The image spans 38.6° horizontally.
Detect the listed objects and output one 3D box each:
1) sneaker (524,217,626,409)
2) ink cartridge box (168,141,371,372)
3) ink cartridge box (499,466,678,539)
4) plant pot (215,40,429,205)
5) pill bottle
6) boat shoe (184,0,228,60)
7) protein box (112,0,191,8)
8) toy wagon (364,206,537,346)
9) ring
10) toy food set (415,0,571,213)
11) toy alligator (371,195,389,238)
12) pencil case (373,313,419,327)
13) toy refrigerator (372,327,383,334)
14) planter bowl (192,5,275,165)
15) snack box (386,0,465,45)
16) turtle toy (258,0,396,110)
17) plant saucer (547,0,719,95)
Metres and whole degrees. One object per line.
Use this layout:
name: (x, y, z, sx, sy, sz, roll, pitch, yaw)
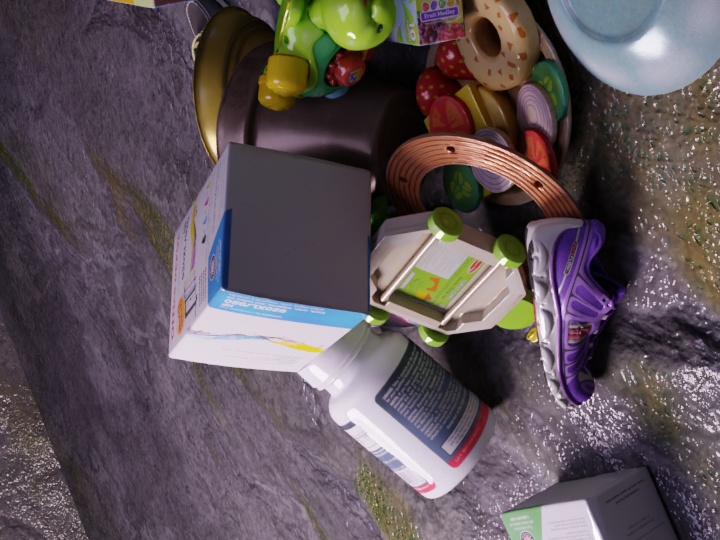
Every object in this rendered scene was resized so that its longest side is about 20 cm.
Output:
sneaker: (0.196, 0.043, 0.917, 0.081, 0.082, 0.202, -84, -15, -52)
ink cartridge box: (-0.092, -0.003, 0.994, 0.200, 0.143, 0.149, 137, 137, -58)
ink cartridge box: (0.239, 0.303, 0.981, 0.145, 0.087, 0.202, -34, 77, 58)
plant pot: (-0.024, -0.138, 1.072, 0.173, 0.200, 0.203, 9, 116, 35)
pill bottle: (0.036, 0.136, 1.098, 0.200, 0.120, 0.119, 41, 147, -7)
boat shoe: (-0.181, -0.279, 1.325, 0.202, 0.060, 0.072, 57, 146, 20)
protein box: (-0.201, -0.388, 1.165, 0.198, 0.198, 0.137, 24, 126, 49)
toy wagon: (0.095, 0.015, 0.984, 0.155, 0.198, 0.040, -51, 25, 45)
ring: (0.116, -0.058, 0.950, 0.198, 0.019, 0.201, 22, 151, 13)
toy food set: (0.120, -0.152, 0.949, 0.200, 0.048, 0.200, -33, 79, 57)
toy alligator: (0.000, 0.000, 1.057, 0.060, 0.054, 0.201, -103, 32, -41)
pencil case: (0.035, 0.024, 1.143, 0.199, 0.090, 0.084, -3, 82, 56)
toy refrigerator: (-0.026, 0.077, 1.281, 0.201, 0.069, 0.076, 53, 137, 25)
planter bowl: (-0.105, -0.203, 1.179, 0.082, 0.200, 0.203, 1, 111, 24)
snack box: (0.031, -0.290, 0.956, 0.200, 0.052, 0.144, -141, 39, -66)
turtle toy: (-0.030, -0.222, 0.933, 0.200, 0.100, 0.148, 179, 98, -78)
plant saucer: (0.202, -0.231, 0.791, 0.200, 0.038, 0.203, 34, 134, 44)
